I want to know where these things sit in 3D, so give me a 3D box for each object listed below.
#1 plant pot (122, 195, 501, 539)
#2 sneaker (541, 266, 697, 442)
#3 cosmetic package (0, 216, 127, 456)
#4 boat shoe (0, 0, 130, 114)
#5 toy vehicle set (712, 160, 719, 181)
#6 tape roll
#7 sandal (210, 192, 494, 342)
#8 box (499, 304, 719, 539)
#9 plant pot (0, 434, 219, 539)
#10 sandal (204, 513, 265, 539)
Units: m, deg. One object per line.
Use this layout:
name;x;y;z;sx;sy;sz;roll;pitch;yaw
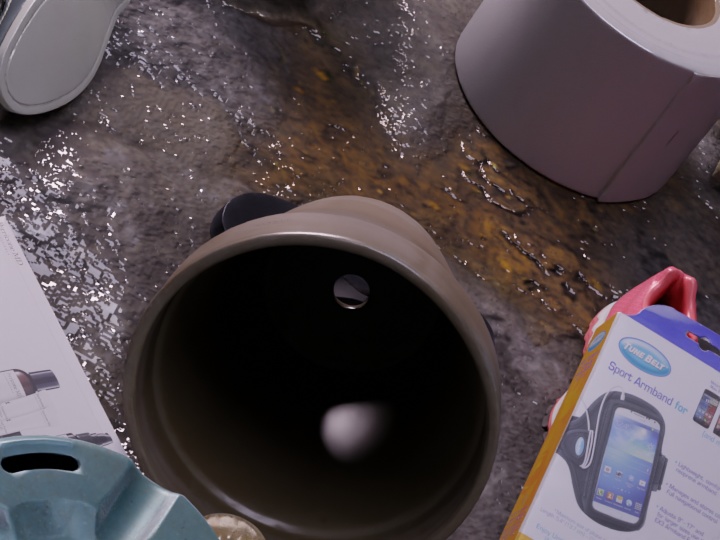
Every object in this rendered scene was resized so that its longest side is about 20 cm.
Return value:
plant pot;-0.017;0.041;1.018;0.199;0.200;0.174;30;24;-6
sneaker;0.176;0.067;1.186;0.074;0.087;0.200;30;40;-6
cosmetic package;-0.189;0.064;0.961;0.082;0.051;0.200;-8;56;-41
boat shoe;-0.202;-0.167;1.188;0.061;0.073;0.200;-1;41;24
toy vehicle set;0.396;-0.075;1.483;0.200;0.027;0.125;32;69;-5
tape roll;0.191;-0.173;1.393;0.202;0.139;0.203;20;41;-18
sandal;0.000;0.000;1.163;0.199;0.043;0.076;26;40;-12
box;0.170;0.121;1.107;0.119;0.041;0.200;31;63;-5
plant pot;-0.151;0.182;0.757;0.199;0.196;0.201;19;42;-18
sandal;-0.062;0.202;0.883;0.077;0.070;0.212;9;51;-17
